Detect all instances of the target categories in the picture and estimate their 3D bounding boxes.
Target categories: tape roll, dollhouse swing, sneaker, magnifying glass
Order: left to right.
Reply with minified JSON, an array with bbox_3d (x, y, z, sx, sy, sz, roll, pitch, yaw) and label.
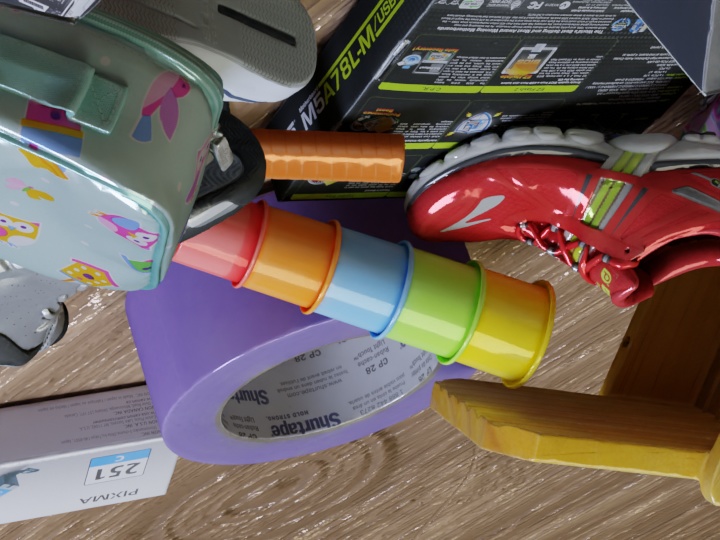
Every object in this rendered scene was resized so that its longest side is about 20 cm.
[{"bbox_3d":[-0.135,-0.011,0.982,0.200,0.075,0.116,-14,149,1],"label":"sneaker"},{"bbox_3d":[-0.103,-0.110,0.876,0.071,0.073,0.200,-15,154,34],"label":"sneaker"},{"bbox_3d":[-0.079,-0.058,0.996,0.200,0.022,0.080,3,134,-6],"label":"magnifying glass"},{"bbox_3d":[-0.029,0.031,1.199,0.200,0.085,0.200,-16,158,-7],"label":"tape roll"},{"bbox_3d":[0.119,-0.023,1.055,0.200,0.085,0.077,-2,158,10],"label":"sneaker"},{"bbox_3d":[0.161,0.033,1.143,0.176,0.182,0.200,23,-178,-12],"label":"dollhouse swing"}]

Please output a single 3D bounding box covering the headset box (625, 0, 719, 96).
[{"bbox_3d":[0.203,-0.177,0.837,0.200,0.093,0.174,-12,130,-14],"label":"headset box"}]

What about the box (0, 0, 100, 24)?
[{"bbox_3d":[-0.165,-0.167,0.610,0.200,0.158,0.050,8,145,-45],"label":"box"}]

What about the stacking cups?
[{"bbox_3d":[0.000,0.000,1.068,0.200,0.061,0.061,21,142,-16],"label":"stacking cups"}]

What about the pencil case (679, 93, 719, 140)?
[{"bbox_3d":[0.224,-0.085,1.109,0.087,0.087,0.200,-12,163,-12],"label":"pencil case"}]

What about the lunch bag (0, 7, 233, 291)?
[{"bbox_3d":[-0.148,-0.067,0.810,0.200,0.077,0.160,21,161,-3],"label":"lunch bag"}]

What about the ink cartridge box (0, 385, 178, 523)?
[{"bbox_3d":[-0.225,0.141,1.356,0.200,0.045,0.176,-8,153,-19],"label":"ink cartridge box"}]

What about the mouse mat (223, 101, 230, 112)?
[{"bbox_3d":[-0.161,-0.040,1.062,0.200,0.008,0.161,-13,155,-7],"label":"mouse mat"}]

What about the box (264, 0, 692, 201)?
[{"bbox_3d":[0.077,-0.101,1.045,0.200,0.048,0.193,-3,155,-30],"label":"box"}]
